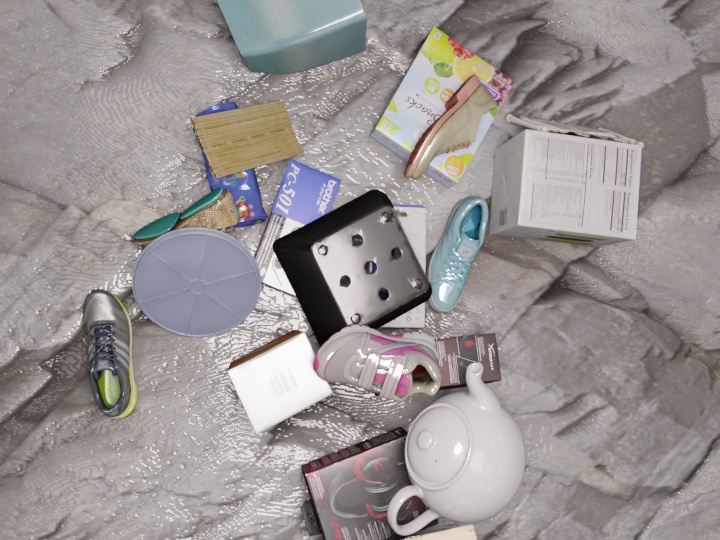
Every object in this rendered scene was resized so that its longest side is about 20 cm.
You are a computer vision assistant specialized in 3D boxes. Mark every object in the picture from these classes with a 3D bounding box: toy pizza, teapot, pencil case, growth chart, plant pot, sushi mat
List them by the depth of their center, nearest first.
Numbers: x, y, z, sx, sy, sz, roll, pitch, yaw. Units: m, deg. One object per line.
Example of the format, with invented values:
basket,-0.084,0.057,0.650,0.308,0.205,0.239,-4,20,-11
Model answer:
teapot,0.131,0.265,1.133,0.145,0.195,0.204,26,51,-42
plant pot,0.000,0.000,1.178,0.197,0.177,0.203,-27,94,-9
toy pizza,-0.251,0.017,1.212,0.196,0.032,0.204,-5,124,-7
sushi mat,-0.173,-0.208,1.224,0.199,0.012,0.097,-25,96,-47
plant pot,-0.117,-0.415,1.225,0.197,0.196,0.199,-26,91,1
pencil case,-0.211,-0.161,1.246,0.085,0.078,0.204,-14,89,3
growth chart,0.353,-0.235,1.309,0.196,0.145,0.018,6,108,-13

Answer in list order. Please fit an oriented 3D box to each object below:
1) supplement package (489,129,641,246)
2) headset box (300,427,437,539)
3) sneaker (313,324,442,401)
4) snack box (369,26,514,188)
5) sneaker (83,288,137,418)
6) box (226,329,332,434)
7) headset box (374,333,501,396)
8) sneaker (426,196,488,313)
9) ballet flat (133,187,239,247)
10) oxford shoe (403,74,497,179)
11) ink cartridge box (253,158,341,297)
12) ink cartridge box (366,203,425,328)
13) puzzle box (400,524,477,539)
supplement package,0.331,-0.129,1.288,0.195,0.152,0.154,6,86,-8
headset box,0.004,0.358,1.241,0.196,0.075,0.152,-18,90,-10
sneaker,0.032,0.131,1.077,0.196,0.089,0.083,1,119,-23
snack box,0.136,-0.269,1.310,0.167,0.068,0.202,30,85,-6
sneaker,-0.384,0.128,1.200,0.072,0.081,0.204,-12,89,-9
box,-0.124,0.160,1.177,0.123,0.200,0.099,-26,90,-10
headset box,0.104,0.151,1.237,0.195,0.149,0.077,-5,80,-8
sneaker,0.159,-0.030,1.292,0.072,0.082,0.204,15,85,-6
ballet flat,-0.266,-0.062,1.206,0.197,0.071,0.066,-19,119,31
oxford shoe,0.145,-0.214,1.241,0.074,0.071,0.201,39,83,-8
ink cartridge box,-0.108,-0.068,1.272,0.092,0.044,0.204,20,84,-9
ink cartridge box,0.058,-0.007,1.297,0.097,0.039,0.205,2,88,-8
puzzle box,0.097,0.428,1.200,0.130,0.201,0.026,-9,65,-9
